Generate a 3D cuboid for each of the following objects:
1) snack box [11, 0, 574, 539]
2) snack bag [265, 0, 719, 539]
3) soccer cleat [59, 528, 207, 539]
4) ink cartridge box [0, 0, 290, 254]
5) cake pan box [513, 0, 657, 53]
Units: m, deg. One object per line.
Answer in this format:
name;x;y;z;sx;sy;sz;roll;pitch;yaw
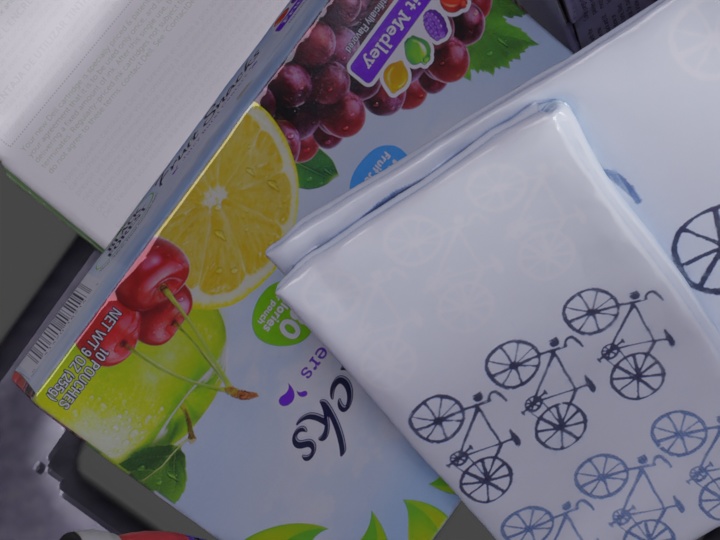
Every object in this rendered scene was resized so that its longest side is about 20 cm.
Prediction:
snack box;0.000;0.000;0.768;0.142;0.053;0.200;38;84;-18
snack bag;0.101;0.006;0.719;0.200;0.189;0.021;-32;34;10
soccer cleat;-0.049;0.170;0.681;0.073;0.068;0.201;2;59;-23
ink cartridge box;-0.081;-0.089;0.829;0.200;0.048;0.146;38;85;14
cake pan box;0.117;-0.162;0.741;0.184;0.200;0.052;-43;68;-2
